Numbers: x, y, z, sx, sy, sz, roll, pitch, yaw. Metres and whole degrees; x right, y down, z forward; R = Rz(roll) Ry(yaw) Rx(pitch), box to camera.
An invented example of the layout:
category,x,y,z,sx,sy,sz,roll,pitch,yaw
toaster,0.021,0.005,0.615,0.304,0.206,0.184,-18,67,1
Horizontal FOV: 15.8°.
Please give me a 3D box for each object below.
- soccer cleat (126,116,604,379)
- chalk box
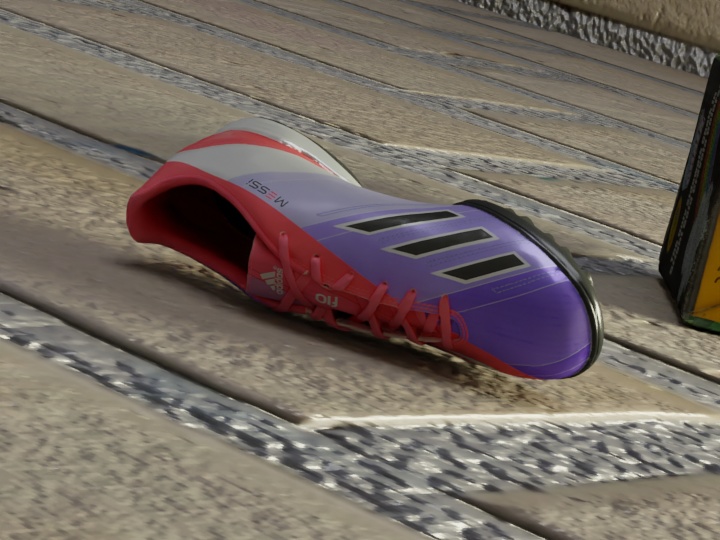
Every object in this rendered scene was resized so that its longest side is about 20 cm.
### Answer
category,x,y,z,sx,sy,sz,roll,pitch,yaw
soccer cleat,0.000,0.000,0.984,0.200,0.068,0.073,25,37,33
chalk box,0.228,-0.033,1.316,0.124,0.125,0.200,15,10,0
